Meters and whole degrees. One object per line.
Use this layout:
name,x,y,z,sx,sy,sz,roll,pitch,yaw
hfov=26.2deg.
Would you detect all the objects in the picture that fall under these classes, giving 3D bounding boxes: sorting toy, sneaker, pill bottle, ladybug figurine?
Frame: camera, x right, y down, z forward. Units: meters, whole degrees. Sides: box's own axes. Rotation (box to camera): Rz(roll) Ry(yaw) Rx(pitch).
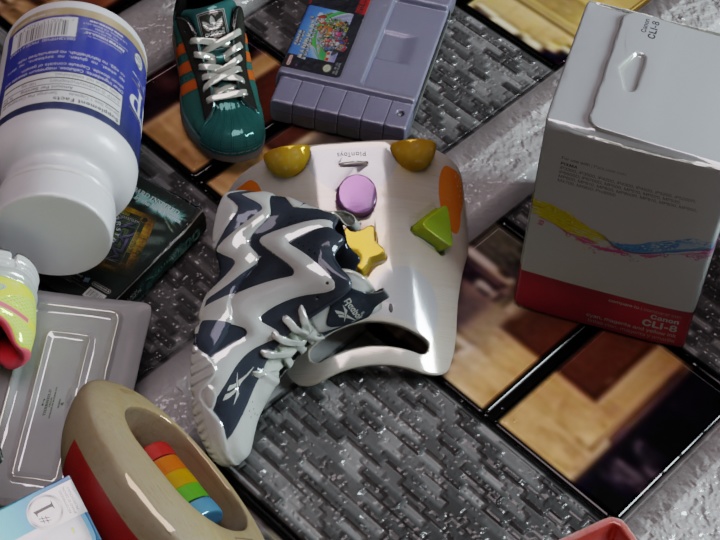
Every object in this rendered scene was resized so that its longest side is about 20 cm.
sorting toy,0.000,0.000,1.198,0.197,0.107,0.182,-5,69,-6
sneaker,-0.046,0.042,1.111,0.128,0.080,0.202,2,69,15
sneaker,-0.128,-0.183,1.337,0.070,0.080,0.201,-11,52,-12
sneaker,-0.315,0.031,1.075,0.198,0.078,0.091,1,53,-26
pill bottle,-0.229,-0.101,1.201,0.118,0.120,0.202,0,50,-2
ladybug figurine,-0.134,0.161,1.032,0.072,0.135,0.200,-47,63,9

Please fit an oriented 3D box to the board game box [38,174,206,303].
board game box,-0.242,-0.043,1.249,0.199,0.028,0.135,28,54,20

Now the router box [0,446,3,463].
router box,-0.341,0.134,0.946,0.148,0.063,0.200,12,36,27

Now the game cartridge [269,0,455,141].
game cartridge,0.004,-0.200,1.391,0.128,0.039,0.201,16,51,5

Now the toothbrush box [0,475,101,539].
toothbrush box,-0.238,0.243,0.951,0.198,0.085,0.147,-24,73,-21

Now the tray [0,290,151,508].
tray,-0.221,0.100,1.115,0.106,0.022,0.202,7,59,3

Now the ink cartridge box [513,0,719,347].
ink cartridge box,0.210,-0.073,1.182,0.143,0.201,0.146,15,51,10

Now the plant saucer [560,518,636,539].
plant saucer,0.132,0.279,0.981,0.198,0.037,0.200,-20,53,-19
